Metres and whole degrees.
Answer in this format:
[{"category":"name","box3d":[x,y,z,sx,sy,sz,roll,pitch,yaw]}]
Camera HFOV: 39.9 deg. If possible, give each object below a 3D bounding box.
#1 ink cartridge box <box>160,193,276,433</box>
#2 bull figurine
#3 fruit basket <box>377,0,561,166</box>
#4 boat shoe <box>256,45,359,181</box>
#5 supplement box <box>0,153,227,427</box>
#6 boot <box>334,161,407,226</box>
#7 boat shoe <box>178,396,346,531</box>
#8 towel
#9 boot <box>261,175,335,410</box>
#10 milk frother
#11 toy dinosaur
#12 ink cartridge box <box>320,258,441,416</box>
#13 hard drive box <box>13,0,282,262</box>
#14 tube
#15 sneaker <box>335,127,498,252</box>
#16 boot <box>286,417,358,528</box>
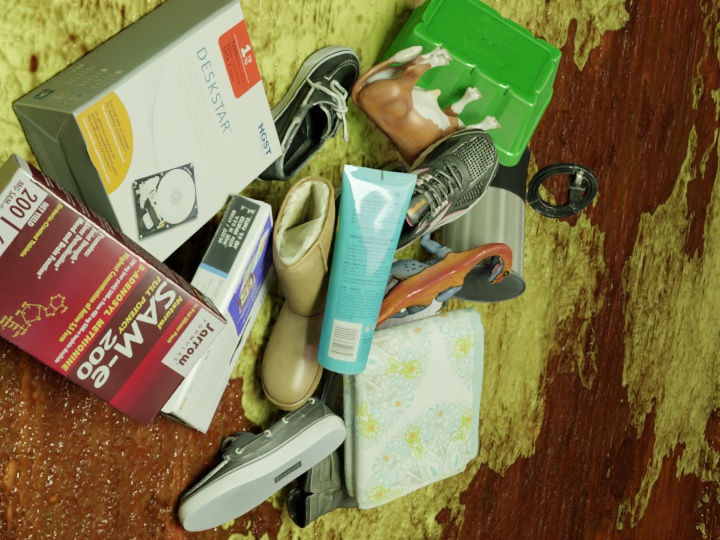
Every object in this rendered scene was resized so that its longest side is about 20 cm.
[{"category":"ink cartridge box","box3d":[-0.135,0.049,0.938,0.200,0.043,0.201,94,19,-75]},{"category":"bull figurine","box3d":[0.073,-0.161,1.071,0.199,0.121,0.066,36,26,-49]},{"category":"fruit basket","box3d":[0.123,-0.220,1.184,0.157,0.213,0.217,-59,141,-28]},{"category":"boat shoe","box3d":[-0.045,-0.163,1.021,0.200,0.067,0.074,-49,136,-37]},{"category":"supplement box","box3d":[-0.211,0.019,0.752,0.199,0.061,0.109,39,88,-30]},{"category":"boot","box3d":[0.045,-0.077,1.159,0.199,0.089,0.074,-29,123,-48]},{"category":"boat shoe","box3d":[-0.110,0.194,1.034,0.198,0.066,0.070,-30,148,-21]},{"category":"towel","box3d":[0.060,0.151,1.099,0.169,0.048,0.204,-14,113,-32]},{"category":"boot","box3d":[-0.065,0.028,0.989,0.201,0.065,0.178,89,13,-66]},{"category":"milk frother","box3d":[0.203,-0.057,1.276,0.181,0.196,0.191,55,37,-63]},{"category":"toy dinosaur","box3d":[0.088,0.020,1.115,0.201,0.179,0.106,-86,157,-63]},{"category":"ink cartridge box","box3d":[0.019,0.086,1.216,0.199,0.043,0.200,26,78,-52]},{"category":"hard drive box","box3d":[-0.170,-0.119,0.843,0.200,0.076,0.158,-49,137,-37]},{"category":"tube","box3d":[0.000,0.000,0.969,0.076,0.050,0.203,3,110,-29]},{"category":"sneaker","box3d":[0.062,-0.067,1.015,0.199,0.081,0.086,-40,-175,3]},{"category":"boot","box3d":[-0.017,0.191,1.119,0.129,0.067,0.204,-6,110,-44]}]
